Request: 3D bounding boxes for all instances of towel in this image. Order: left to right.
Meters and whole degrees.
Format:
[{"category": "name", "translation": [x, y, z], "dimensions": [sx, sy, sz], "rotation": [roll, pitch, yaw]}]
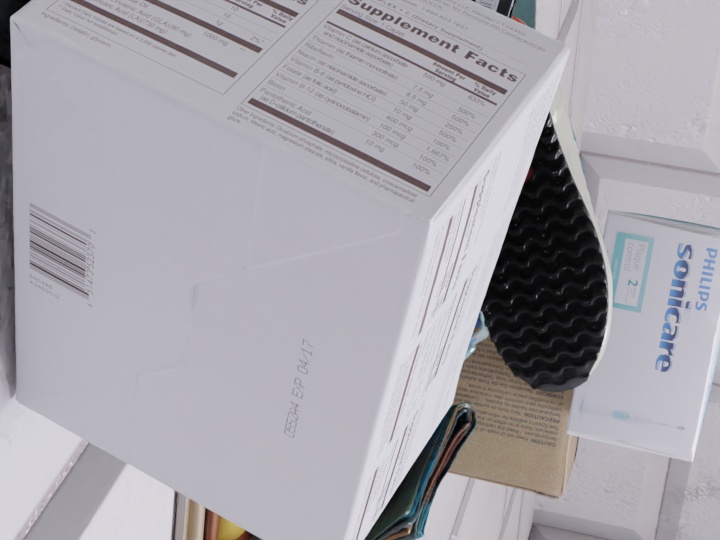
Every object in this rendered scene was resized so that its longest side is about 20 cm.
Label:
[{"category": "towel", "translation": [-0.006, 0.179, 1.013], "dimensions": [0.200, 0.022, 0.147], "rotation": [-44, -174, 32]}]

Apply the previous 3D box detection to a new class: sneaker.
[{"category": "sneaker", "translation": [0.093, -0.040, 0.788], "dimensions": [0.093, 0.070, 0.200], "rotation": [-27, 102, -66]}]

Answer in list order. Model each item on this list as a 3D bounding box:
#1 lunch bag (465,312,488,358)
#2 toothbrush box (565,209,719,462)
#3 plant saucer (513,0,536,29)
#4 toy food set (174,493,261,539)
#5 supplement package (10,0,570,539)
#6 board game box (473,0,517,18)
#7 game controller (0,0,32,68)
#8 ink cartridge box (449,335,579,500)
[{"category": "lunch bag", "translation": [0.000, 0.000, 0.829], "dimensions": [0.077, 0.160, 0.200], "rotation": [-41, 169, 3]}, {"category": "toothbrush box", "translation": [0.203, 0.038, 1.022], "dimensions": [0.200, 0.085, 0.147], "rotation": [-11, 112, -76]}, {"category": "plant saucer", "translation": [0.080, -0.139, 0.961], "dimensions": [0.200, 0.036, 0.201], "rotation": [-177, -90, -88]}, {"category": "toy food set", "translation": [-0.057, 0.122, 0.906], "dimensions": [0.144, 0.060, 0.201], "rotation": [-47, 146, -68]}, {"category": "supplement package", "translation": [-0.035, -0.012, 0.560], "dimensions": [0.111, 0.155, 0.200], "rotation": [-51, 162, -41]}, {"category": "board game box", "translation": [-0.019, -0.056, 0.687], "dimensions": [0.028, 0.135, 0.201], "rotation": [-85, -170, -72]}, {"category": "game controller", "translation": [-0.104, -0.120, 0.567], "dimensions": [0.200, 0.042, 0.105], "rotation": [17, 69, -78]}, {"category": "ink cartridge box", "translation": [0.064, 0.055, 1.074], "dimensions": [0.075, 0.199, 0.165], "rotation": [-41, 140, -69]}]
